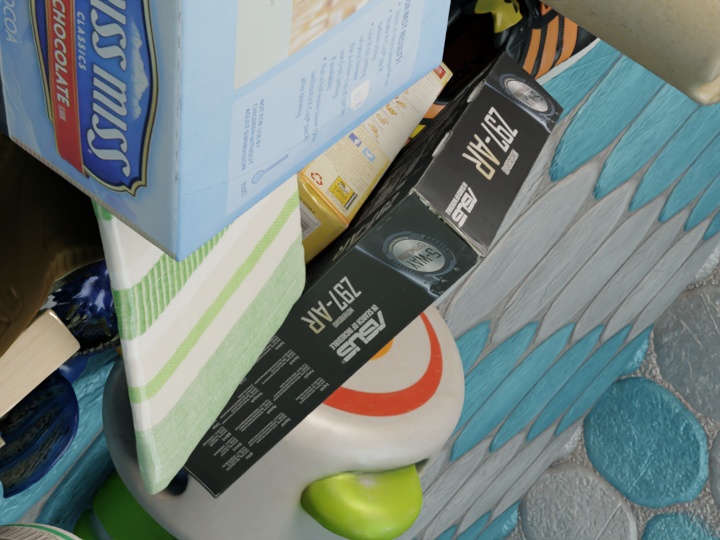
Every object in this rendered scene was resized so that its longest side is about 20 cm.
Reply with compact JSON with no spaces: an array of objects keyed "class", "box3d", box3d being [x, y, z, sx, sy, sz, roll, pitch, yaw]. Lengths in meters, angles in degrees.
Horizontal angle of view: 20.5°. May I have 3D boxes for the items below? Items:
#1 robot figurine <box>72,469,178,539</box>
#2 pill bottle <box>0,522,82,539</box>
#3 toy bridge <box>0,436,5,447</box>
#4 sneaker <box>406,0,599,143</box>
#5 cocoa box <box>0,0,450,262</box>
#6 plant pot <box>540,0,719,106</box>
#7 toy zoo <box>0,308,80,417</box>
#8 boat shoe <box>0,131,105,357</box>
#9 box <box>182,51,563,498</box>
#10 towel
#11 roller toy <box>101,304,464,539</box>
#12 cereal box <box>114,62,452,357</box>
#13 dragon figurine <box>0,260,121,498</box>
[{"class":"robot figurine","box3d":[-0.111,0.160,1.310,0.200,0.116,0.175,-49,-164,4]},{"class":"pill bottle","box3d":[-0.175,0.178,0.836,0.113,0.113,0.200,-51,171,12]},{"class":"toy bridge","box3d":[-0.233,0.118,0.832,0.200,0.027,0.067,-41,-163,-12]},{"class":"sneaker","box3d":[0.095,-0.150,1.179,0.200,0.070,0.090,-43,169,-10]},{"class":"cocoa box","box3d":[-0.052,-0.132,0.575,0.133,0.131,0.201,-39,152,-33]},{"class":"plant pot","box3d":[0.148,-0.189,0.993,0.200,0.183,0.201,-44,166,-14]},{"class":"toy zoo","box3d":[-0.193,0.063,0.810,0.131,0.020,0.200,-42,-165,-17]},{"class":"boat shoe","box3d":[-0.135,-0.018,0.734,0.065,0.074,0.200,-16,-162,32]},{"class":"box","box3d":[0.000,0.000,0.946,0.200,0.044,0.160,-43,-172,32]},{"class":"towel","box3d":[-0.065,-0.039,0.769,0.153,0.023,0.201,-57,148,-49]},{"class":"roller toy","box3d":[-0.046,0.072,1.127,0.140,0.182,0.200,-57,-174,35]},{"class":"cereal box","box3d":[-0.035,-0.034,1.005,0.144,0.040,0.200,-41,-173,31]},{"class":"dragon figurine","box3d":[-0.163,0.062,0.913,0.200,0.059,0.099,-49,-164,0]}]
